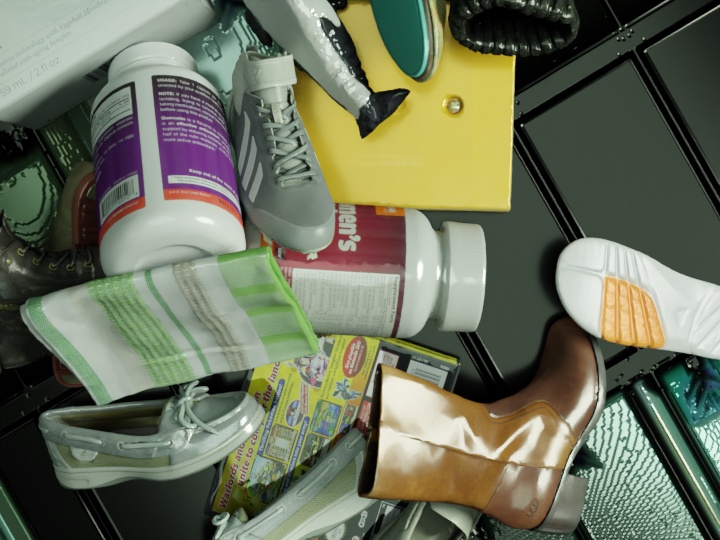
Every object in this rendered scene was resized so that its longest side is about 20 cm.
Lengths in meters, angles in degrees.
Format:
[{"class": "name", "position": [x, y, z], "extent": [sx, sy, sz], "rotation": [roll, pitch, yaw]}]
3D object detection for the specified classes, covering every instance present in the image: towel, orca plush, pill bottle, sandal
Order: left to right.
[{"class": "pill bottle", "position": [-0.157, -0.083, 0.946], "extent": [0.111, 0.113, 0.202], "rotation": [-14, 57, 4]}, {"class": "towel", "position": [-0.144, 0.048, 0.927], "extent": [0.198, 0.150, 0.031], "rotation": [-12, 56, 10]}, {"class": "orca plush", "position": [-0.028, -0.211, 0.969], "extent": [0.200, 0.106, 0.071], "rotation": [44, 61, 13]}, {"class": "pill bottle", "position": [0.000, 0.000, 0.994], "extent": [0.197, 0.110, 0.111], "rotation": [3, 92, -5]}, {"class": "sandal", "position": [0.246, 0.034, 1.015], "extent": [0.205, 0.059, 0.080], "rotation": [18, 84, -19]}]

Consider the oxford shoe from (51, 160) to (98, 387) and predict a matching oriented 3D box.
[{"class": "oxford shoe", "position": [-0.240, 0.002, 1.044], "extent": [0.070, 0.075, 0.202], "rotation": [4, 108, -35]}]

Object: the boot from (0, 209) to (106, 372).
[{"class": "boot", "position": [-0.242, -0.007, 0.964], "extent": [0.172, 0.069, 0.202], "rotation": [-12, 118, -22]}]

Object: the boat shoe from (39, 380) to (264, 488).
[{"class": "boat shoe", "position": [-0.179, 0.134, 1.009], "extent": [0.200, 0.075, 0.065], "rotation": [-12, 113, 20]}]

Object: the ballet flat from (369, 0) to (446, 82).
[{"class": "ballet flat", "position": [0.033, -0.247, 0.977], "extent": [0.070, 0.071, 0.201], "rotation": [-28, 73, 4]}]

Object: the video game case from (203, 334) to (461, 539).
[{"class": "video game case", "position": [-0.025, 0.147, 1.048], "extent": [0.179, 0.026, 0.202], "rotation": [18, 94, 2]}]

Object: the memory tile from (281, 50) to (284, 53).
[{"class": "memory tile", "position": [-0.006, -0.251, 1.036], "extent": [0.151, 0.017, 0.203], "rotation": [-2, 92, 4]}]

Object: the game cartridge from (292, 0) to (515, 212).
[{"class": "game cartridge", "position": [0.033, -0.141, 1.018], "extent": [0.197, 0.032, 0.179], "rotation": [2, 93, 5]}]

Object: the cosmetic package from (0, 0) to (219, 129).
[{"class": "cosmetic package", "position": [-0.259, -0.259, 0.998], "extent": [0.198, 0.123, 0.201], "rotation": [-30, 89, 4]}]

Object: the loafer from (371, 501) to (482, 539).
[{"class": "loafer", "position": [0.076, 0.203, 1.007], "extent": [0.070, 0.070, 0.201], "rotation": [40, 82, -25]}]

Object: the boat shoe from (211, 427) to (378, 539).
[{"class": "boat shoe", "position": [-0.074, 0.208, 1.008], "extent": [0.200, 0.074, 0.065], "rotation": [-28, 86, 1]}]

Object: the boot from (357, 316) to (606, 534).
[{"class": "boot", "position": [0.097, 0.109, 0.975], "extent": [0.198, 0.068, 0.190], "rotation": [17, 82, -20]}]

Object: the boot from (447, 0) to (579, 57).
[{"class": "boot", "position": [0.168, -0.257, 0.959], "extent": [0.209, 0.080, 0.159], "rotation": [-13, 51, 11]}]

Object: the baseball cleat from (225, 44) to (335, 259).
[{"class": "baseball cleat", "position": [-0.069, -0.105, 0.937], "extent": [0.069, 0.201, 0.107], "rotation": [-11, 136, -20]}]
